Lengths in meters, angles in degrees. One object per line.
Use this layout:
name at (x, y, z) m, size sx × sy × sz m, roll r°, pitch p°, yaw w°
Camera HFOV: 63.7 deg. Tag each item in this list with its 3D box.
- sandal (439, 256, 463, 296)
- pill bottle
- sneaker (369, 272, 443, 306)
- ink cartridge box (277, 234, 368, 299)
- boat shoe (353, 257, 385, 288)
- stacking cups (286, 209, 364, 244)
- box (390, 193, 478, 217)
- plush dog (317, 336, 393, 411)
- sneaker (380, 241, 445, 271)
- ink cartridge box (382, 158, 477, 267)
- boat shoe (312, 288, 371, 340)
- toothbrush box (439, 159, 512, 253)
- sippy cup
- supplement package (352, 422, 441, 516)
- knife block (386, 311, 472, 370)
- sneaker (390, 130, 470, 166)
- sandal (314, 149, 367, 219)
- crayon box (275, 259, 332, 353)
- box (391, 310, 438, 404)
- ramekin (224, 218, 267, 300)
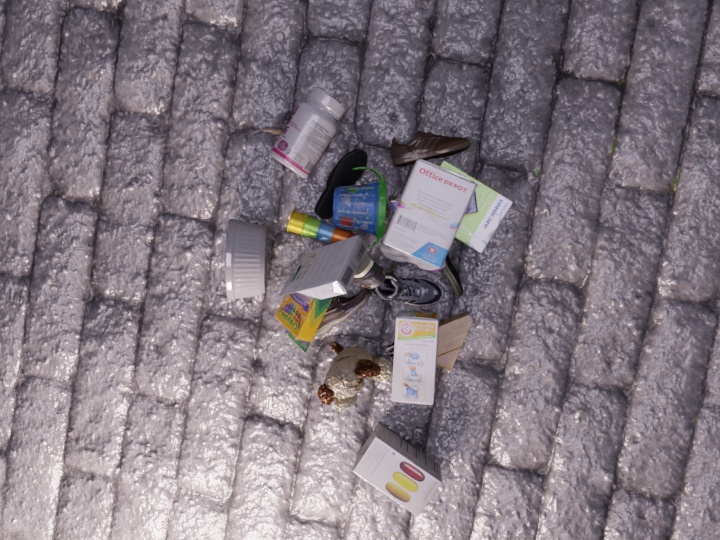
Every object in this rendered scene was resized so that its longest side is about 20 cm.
sandal at (0.195, -0.021, 1.457) m, size 0.057 × 0.080 × 0.203 m, roll -26°, pitch 91°, yaw 20°
pill bottle at (-0.129, -0.344, 1.446) m, size 0.113 × 0.113 × 0.201 m, roll 34°, pitch 95°, yaw 2°
sneaker at (0.110, 0.051, 1.447) m, size 0.197 × 0.114 × 0.077 m, roll 10°, pitch 95°, yaw 5°
ink cartridge box at (-0.090, 0.006, 1.398) m, size 0.199 × 0.163 × 0.050 m, roll -19°, pitch 123°, yaw 39°
boat shoe at (-0.002, 0.002, 1.423) m, size 0.063 × 0.201 × 0.074 m, roll 42°, pitch 81°, yaw -21°
stacking cups at (-0.087, -0.100, 1.484) m, size 0.197 × 0.061 × 0.061 m, roll 17°, pitch 95°, yaw 2°
box at (0.173, -0.150, 1.366) m, size 0.197 × 0.070 × 0.065 m, roll -8°, pitch 94°, yaw 8°
plush dog at (-0.030, 0.255, 1.443) m, size 0.199 × 0.172 × 0.161 m, roll -37°, pitch 89°, yaw 7°
sneaker at (0.131, -0.063, 1.422) m, size 0.199 × 0.074 × 0.101 m, roll 16°, pitch 115°, yaw 44°
ink cartridge box at (0.154, -0.130, 1.293) m, size 0.143 × 0.085 × 0.202 m, roll 23°, pitch 101°, yaw 3°
boat shoe at (-0.064, 0.099, 1.487) m, size 0.199 × 0.074 × 0.074 m, roll -35°, pitch 90°, yaw 5°
toothbrush box at (0.251, -0.157, 1.435) m, size 0.199 × 0.086 × 0.147 m, roll 31°, pitch 98°, yaw 4°
sippy cup at (-0.003, -0.154, 1.429) m, size 0.128 × 0.140 × 0.180 m, roll 3°, pitch 61°, yaw -1°
supplement package at (0.096, 0.505, 1.479) m, size 0.199 × 0.110 × 0.114 m, roll 33°, pitch 96°, yaw 2°
knife block at (0.170, 0.172, 1.474) m, size 0.174 × 0.064 × 0.202 m, roll 23°, pitch 96°, yaw 3°
sneaker at (0.172, -0.316, 1.441) m, size 0.197 × 0.070 × 0.077 m, roll -12°, pitch 91°, yaw 5°
sandal at (-0.058, -0.227, 1.472) m, size 0.201 × 0.075 × 0.048 m, roll -54°, pitch 43°, yaw 12°
crayon box at (-0.143, 0.089, 1.470) m, size 0.051 × 0.125 × 0.202 m, roll 20°, pitch 98°, yaw -41°
box at (0.133, 0.204, 1.391) m, size 0.100 × 0.112 × 0.203 m, roll 3°, pitch 96°, yaw 8°
ramekin at (-0.281, -0.026, 1.445) m, size 0.093 × 0.202 × 0.205 m, roll 1°, pitch 94°, yaw -8°
